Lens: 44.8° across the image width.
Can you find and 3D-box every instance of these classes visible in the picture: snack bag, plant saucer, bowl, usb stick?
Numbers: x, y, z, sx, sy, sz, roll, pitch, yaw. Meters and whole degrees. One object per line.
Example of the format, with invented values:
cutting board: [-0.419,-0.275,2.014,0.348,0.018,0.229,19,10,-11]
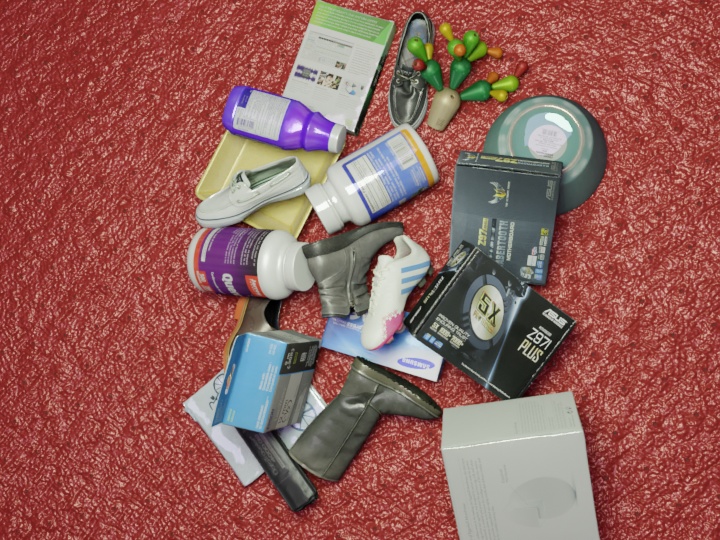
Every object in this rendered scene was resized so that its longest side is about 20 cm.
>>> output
snack bag: [-0.171,0.234,1.455,0.200,0.021,0.189,-41,78,4]
plant saucer: [-0.149,-0.169,1.479,0.200,0.048,0.200,27,89,12]
bowl: [0.288,-0.193,1.370,0.200,0.105,0.201,-1,83,11]
usb stick: [-0.142,0.299,1.415,0.055,0.033,0.200,-40,78,11]

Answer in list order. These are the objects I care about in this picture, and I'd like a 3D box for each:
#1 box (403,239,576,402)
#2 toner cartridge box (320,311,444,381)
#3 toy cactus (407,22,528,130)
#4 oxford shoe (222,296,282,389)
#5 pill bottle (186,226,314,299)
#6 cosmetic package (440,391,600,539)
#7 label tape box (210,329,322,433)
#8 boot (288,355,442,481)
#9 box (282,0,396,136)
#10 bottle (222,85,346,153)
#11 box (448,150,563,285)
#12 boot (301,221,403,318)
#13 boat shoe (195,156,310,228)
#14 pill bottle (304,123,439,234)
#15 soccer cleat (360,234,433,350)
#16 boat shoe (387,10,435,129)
box: [0.195,0.080,1.331,0.200,0.086,0.164,36,94,-11]
toner cartridge box: [0.043,0.106,1.416,0.199,0.043,0.095,15,88,12]
toy cactus: [0.159,-0.301,1.405,0.199,0.102,0.165,11,117,-25]
oxford shoe: [-0.169,0.120,1.405,0.072,0.071,0.201,-11,58,26]
pill bottle: [-0.174,-0.012,1.413,0.199,0.112,0.113,5,85,28]
cosmetic package: [0.233,0.303,1.285,0.199,0.123,0.200,-9,109,9]
label tape box: [-0.139,0.169,1.334,0.066,0.200,0.144,17,94,18]
boot: [0.008,0.255,1.392,0.182,0.073,0.200,29,95,-4]
box: [-0.039,-0.344,1.484,0.144,0.036,0.201,20,89,12]
bottle: [-0.123,-0.240,1.424,0.199,0.065,0.084,17,88,12]
box: [0.220,-0.079,1.342,0.157,0.051,0.200,9,125,12]
boot: [0.000,0.000,1.393,0.200,0.070,0.132,-19,94,-33]
boat shoe: [-0.182,-0.136,1.415,0.200,0.067,0.074,-23,49,0]
pill bottle: [0.016,-0.141,1.401,0.200,0.112,0.112,-30,79,-1]
soccer cleat: [0.040,0.030,1.352,0.086,0.070,0.200,47,54,-23]
boat shoe: [0.085,-0.331,1.442,0.070,0.066,0.201,13,86,12]
